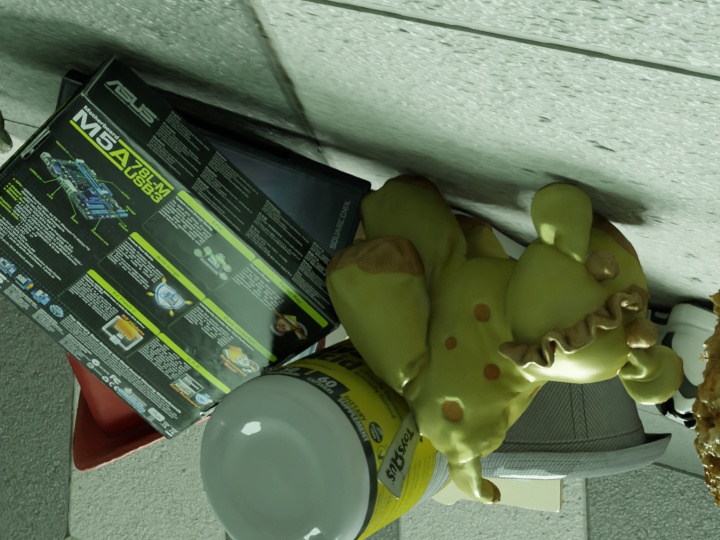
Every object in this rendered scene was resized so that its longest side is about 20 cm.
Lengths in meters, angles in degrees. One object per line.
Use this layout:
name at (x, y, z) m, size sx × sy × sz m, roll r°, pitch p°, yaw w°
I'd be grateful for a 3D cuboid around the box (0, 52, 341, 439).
box at (-0.130, -0.006, 1.031) m, size 0.200 × 0.048 × 0.193 m, roll 42°, pitch 133°, yaw -12°

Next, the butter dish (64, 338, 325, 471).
butter dish at (-0.137, 0.009, 1.194) m, size 0.148 × 0.199 × 0.200 m, roll 59°, pitch -166°, yaw -28°

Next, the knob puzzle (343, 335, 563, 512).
knob puzzle at (0.065, 0.095, 1.350) m, size 0.218 × 0.221 × 0.030 m, roll 16°, pitch -146°, yaw 15°

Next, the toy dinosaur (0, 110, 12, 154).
toy dinosaur at (-0.336, -0.124, 1.304) m, size 0.199 × 0.048 × 0.088 m, roll 17°, pitch 159°, yaw 15°

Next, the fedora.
fedora at (0.129, 0.091, 1.213) m, size 0.175 × 0.091 × 0.200 m, roll -3°, pitch -179°, yaw -4°

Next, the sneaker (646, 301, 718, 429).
sneaker at (0.226, 0.070, 1.232) m, size 0.073 × 0.081 × 0.200 m, roll 16°, pitch 176°, yaw 1°

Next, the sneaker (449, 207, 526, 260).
sneaker at (0.093, 0.019, 1.169) m, size 0.199 × 0.080 × 0.078 m, roll 22°, pitch 172°, yaw -41°

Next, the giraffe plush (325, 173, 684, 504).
giraffe plush at (0.090, 0.021, 0.962) m, size 0.162 × 0.201 × 0.172 m, roll -29°, pitch 128°, yaw 33°

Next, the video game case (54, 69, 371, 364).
video game case at (-0.106, -0.028, 1.079) m, size 0.199 × 0.144 × 0.019 m, roll 20°, pitch -148°, yaw 1°

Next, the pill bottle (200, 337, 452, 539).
pill bottle at (0.002, 0.097, 1.039) m, size 0.111 × 0.112 × 0.200 m, roll 15°, pitch -162°, yaw 28°

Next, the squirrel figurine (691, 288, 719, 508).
squirrel figurine at (0.249, 0.097, 0.887) m, size 0.199 × 0.188 × 0.141 m, roll 19°, pitch 174°, yaw -13°

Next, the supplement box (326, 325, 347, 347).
supplement box at (0.034, 0.043, 1.438) m, size 0.199 × 0.102 × 0.103 m, roll 17°, pitch 174°, yaw 17°

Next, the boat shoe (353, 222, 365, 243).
boat shoe at (-0.023, -0.028, 1.168) m, size 0.199 × 0.074 × 0.069 m, roll 27°, pitch 180°, yaw -43°
